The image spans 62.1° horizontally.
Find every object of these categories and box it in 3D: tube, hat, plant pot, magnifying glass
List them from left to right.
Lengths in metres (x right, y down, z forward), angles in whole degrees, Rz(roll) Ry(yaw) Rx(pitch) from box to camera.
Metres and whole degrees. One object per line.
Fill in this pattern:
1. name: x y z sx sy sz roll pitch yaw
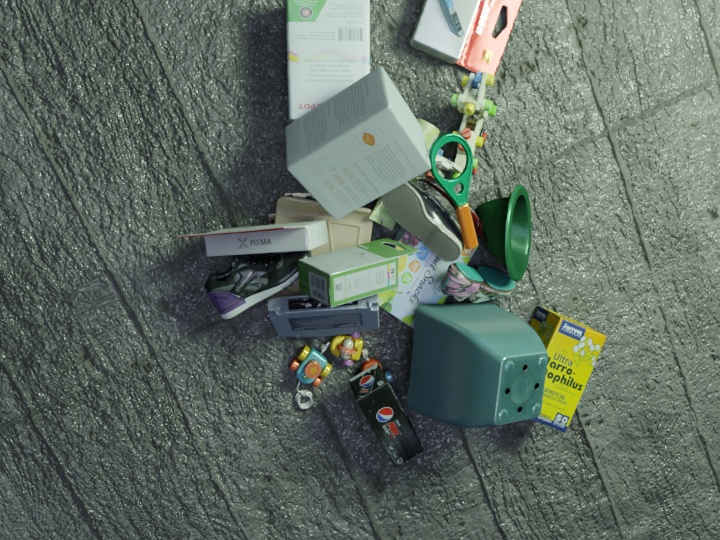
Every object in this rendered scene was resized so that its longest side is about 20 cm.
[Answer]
1. tube: 0.080 -0.177 1.106 0.057 0.052 0.204 24 96 -9
2. magnifying glass: 0.169 -0.134 1.030 0.078 0.022 0.205 -22 109 -12
3. hat: 0.223 -0.085 1.146 0.172 0.165 0.206 4 107 30
4. plant pot: 0.222 0.179 1.079 0.191 0.199 0.202 -1 100 -31

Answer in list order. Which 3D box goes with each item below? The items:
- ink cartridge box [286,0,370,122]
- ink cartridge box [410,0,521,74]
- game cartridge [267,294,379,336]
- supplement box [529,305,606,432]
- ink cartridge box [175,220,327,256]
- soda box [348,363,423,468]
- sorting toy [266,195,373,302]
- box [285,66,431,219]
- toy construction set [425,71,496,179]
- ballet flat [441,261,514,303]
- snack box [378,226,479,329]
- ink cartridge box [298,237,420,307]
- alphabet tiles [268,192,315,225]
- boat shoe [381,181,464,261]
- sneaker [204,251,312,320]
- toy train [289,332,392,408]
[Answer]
1. ink cartridge box: -0.057 -0.360 1.039 0.141 0.088 0.206 -2 98 -7
2. ink cartridge box: 0.202 -0.473 1.070 0.172 0.045 0.205 19 97 -9
3. game cartridge: -0.063 0.082 1.090 0.194 0.134 0.043 -4 69 0
4. supplement box: 0.375 0.190 1.178 0.106 0.110 0.205 20 96 -10
5. ink cartridge box: -0.175 -0.050 0.996 0.194 0.176 0.046 -3 98 19
6. soda box: 0.051 0.278 1.142 0.070 0.064 0.203 -28 121 -2
7. sorting toy: -0.076 -0.027 1.115 0.180 0.037 0.206 7 103 -9
8. box: -0.005 -0.206 0.998 0.197 0.108 0.152 -25 138 20
9. toy construction set: 0.182 -0.240 1.065 0.091 0.131 0.203 30 88 17
10. ballet flat: 0.215 0.029 1.128 0.197 0.070 0.072 8 130 -47
11. snack box: 0.113 -0.004 1.138 0.140 0.053 0.203 31 93 -13
12. ink cartridge box: 0.000 0.000 1.042 0.196 0.103 0.061 -16 113 -34
13. alphabet tiles: -0.086 -0.046 1.129 0.161 0.006 0.206 -5 100 -6
14. boat shoe: 0.113 -0.105 1.080 0.200 0.063 0.072 45 133 -6
15. sneaker: -0.181 0.002 1.046 0.197 0.076 0.089 -31 112 2
16. toy train: -0.038 0.200 1.151 0.195 0.056 0.154 -14 101 -6
